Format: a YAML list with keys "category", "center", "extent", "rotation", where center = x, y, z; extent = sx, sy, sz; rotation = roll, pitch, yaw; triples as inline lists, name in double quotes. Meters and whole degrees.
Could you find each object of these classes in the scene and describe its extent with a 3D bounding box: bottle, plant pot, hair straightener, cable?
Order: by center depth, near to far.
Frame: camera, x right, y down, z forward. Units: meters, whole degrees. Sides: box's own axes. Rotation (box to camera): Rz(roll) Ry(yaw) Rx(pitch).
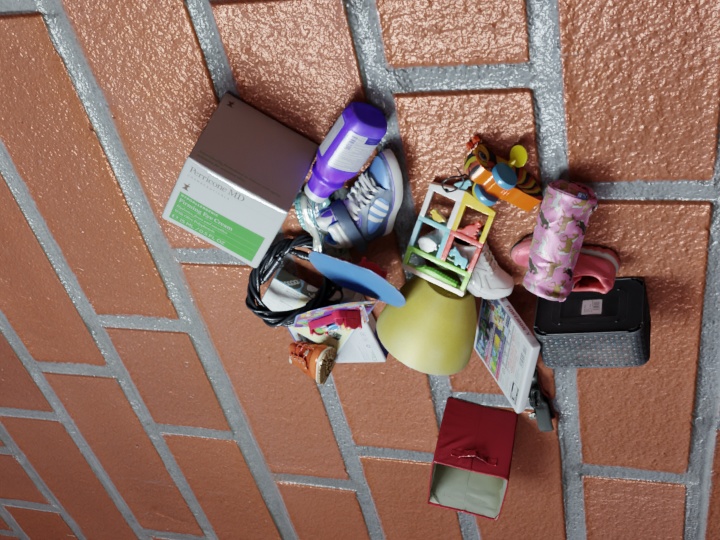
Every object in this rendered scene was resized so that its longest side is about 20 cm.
- category: "bottle"
  center: [-0.033, -0.201, 1.562]
  extent: [0.082, 0.066, 0.201]
  rotation: [7, 138, -33]
- category: "plant pot"
  center: [0.144, 0.078, 1.721]
  extent: [0.197, 0.201, 0.144]
  rotation: [20, 123, 0]
- category: "cable"
  center: [-0.139, 0.022, 1.774]
  extent: [0.197, 0.051, 0.166]
  rotation: [-19, 96, -2]
- category: "hair straightener"
  center: [0.379, 0.277, 1.898]
  extent: [0.040, 0.078, 0.202]
  rotation: [1, 133, 22]

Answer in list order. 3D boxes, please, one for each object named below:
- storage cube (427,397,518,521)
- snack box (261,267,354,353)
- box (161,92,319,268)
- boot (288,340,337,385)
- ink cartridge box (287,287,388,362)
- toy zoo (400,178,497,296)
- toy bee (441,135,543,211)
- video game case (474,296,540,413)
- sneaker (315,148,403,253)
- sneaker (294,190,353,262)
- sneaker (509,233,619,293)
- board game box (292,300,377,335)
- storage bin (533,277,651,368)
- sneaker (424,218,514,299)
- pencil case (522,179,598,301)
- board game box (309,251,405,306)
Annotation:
- category: "storage cube"
  center: [0.253, 0.421, 2.014]
  extent: [0.168, 0.181, 0.202]
  rotation: [11, 136, 9]
- category: "snack box"
  center: [-0.106, 0.085, 1.860]
  extent: [0.198, 0.037, 0.117]
  rotation: [29, 136, -6]
- category: "box"
  center: [-0.210, -0.159, 1.593]
  extent: [0.197, 0.202, 0.172]
  rotation: [28, 135, -9]
- category: "boot"
  center: [-0.108, 0.186, 1.896]
  extent: [0.106, 0.076, 0.200]
  rotation: [32, 164, 3]
- category: "ink cartridge box"
  center: [-0.060, 0.121, 1.933]
  extent: [0.197, 0.041, 0.201]
  rotation: [-5, 130, 26]
- category: "toy zoo"
  center: [0.163, -0.070, 1.615]
  extent: [0.130, 0.020, 0.203]
  rotation: [25, 113, 12]
- category: "toy bee"
  center: [0.222, -0.174, 1.507]
  extent: [0.130, 0.110, 0.199]
  rotation: [-25, 146, 28]
- category: "video game case"
  center: [0.282, 0.148, 1.751]
  extent: [0.023, 0.183, 0.202]
  rotation: [-17, 139, -17]
- category: "sneaker"
  center: [-0.008, -0.117, 1.600]
  extent: [0.144, 0.081, 0.202]
  rotation: [-17, 144, -20]
- category: "sneaker"
  center: [-0.051, -0.069, 1.716]
  extent: [0.085, 0.078, 0.201]
  rotation: [-12, 129, 25]
- category: "sneaker"
  center: [0.365, -0.009, 1.611]
  extent: [0.196, 0.088, 0.075]
  rotation: [11, 136, 11]
- category: "board game box"
  center: [-0.047, 0.103, 1.714]
  extent: [0.155, 0.040, 0.200]
  rotation: [-9, 167, -10]
- category: "storage bin"
  center: [0.429, 0.097, 1.656]
  extent: [0.197, 0.136, 0.095]
  rotation: [-5, 132, 24]
- category: "sneaker"
  center: [0.214, -0.023, 1.664]
  extent: [0.198, 0.079, 0.099]
  rotation: [31, 132, -13]
- category: "pencil case"
  center: [0.339, -0.050, 1.533]
  extent: [0.086, 0.082, 0.203]
  rotation: [34, 120, 44]
- category: "board game box"
  center: [0.000, 0.000, 1.652]
  extent: [0.197, 0.039, 0.158]
  rotation: [19, 162, 27]
